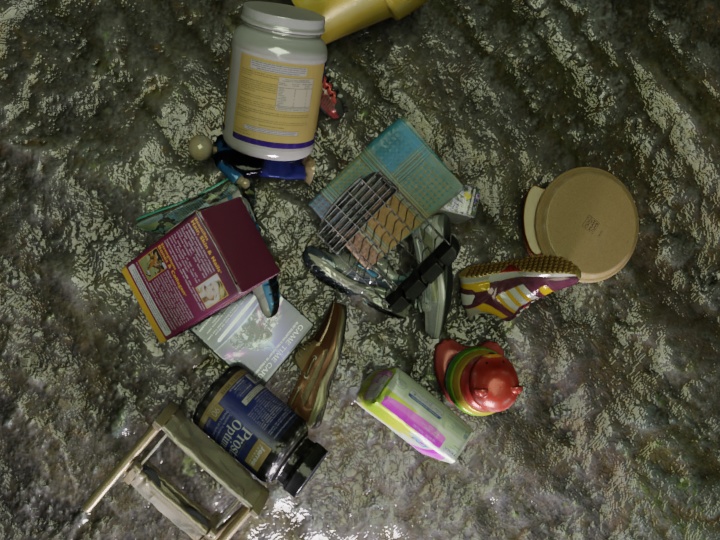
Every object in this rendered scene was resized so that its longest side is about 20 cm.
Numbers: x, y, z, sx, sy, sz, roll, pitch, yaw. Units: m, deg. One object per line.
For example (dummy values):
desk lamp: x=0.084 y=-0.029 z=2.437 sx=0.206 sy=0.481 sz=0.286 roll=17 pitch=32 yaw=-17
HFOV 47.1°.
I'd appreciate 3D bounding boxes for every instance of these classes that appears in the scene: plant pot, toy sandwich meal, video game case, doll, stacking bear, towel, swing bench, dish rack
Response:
plant pot: x=-0.018 y=-0.460 z=1.290 sx=0.187 sy=0.201 sz=0.203 roll=-32 pitch=91 yaw=9
toy sandwich meal: x=0.363 y=-0.073 z=1.370 sx=0.200 sy=0.070 sz=0.211 roll=0 pitch=89 yaw=-9
video game case: x=-0.192 y=0.075 z=1.329 sx=0.199 sy=0.019 sz=0.143 roll=42 pitch=85 yaw=-4
doll: x=-0.174 y=-0.182 z=1.301 sx=0.195 sy=0.049 sz=0.139 roll=4 pitch=48 yaw=-20
stacking bear: x=0.188 y=0.168 z=1.272 sx=0.118 sy=0.200 sz=0.117 roll=3 pitch=87 yaw=-6
towel: x=0.038 y=-0.116 z=1.251 sx=0.199 sy=0.022 sz=0.147 roll=-40 pitch=104 yaw=14
swing bench: x=-0.261 y=0.323 z=1.226 sx=0.199 sy=0.130 sz=0.200 roll=43 pitch=105 yaw=-3
dish rack: x=0.040 y=-0.045 z=1.239 sx=0.200 sy=0.055 sz=0.153 roll=43 pitch=104 yaw=-13

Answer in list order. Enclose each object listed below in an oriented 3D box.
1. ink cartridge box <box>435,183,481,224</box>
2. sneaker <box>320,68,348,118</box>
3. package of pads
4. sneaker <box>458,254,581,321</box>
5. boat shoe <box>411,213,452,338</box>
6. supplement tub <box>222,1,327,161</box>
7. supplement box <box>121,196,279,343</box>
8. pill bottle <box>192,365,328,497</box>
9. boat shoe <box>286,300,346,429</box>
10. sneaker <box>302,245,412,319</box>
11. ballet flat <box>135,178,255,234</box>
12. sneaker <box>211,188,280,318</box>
ink cartridge box: x=0.084 y=-0.126 z=1.319 sx=0.195 sy=0.109 sz=0.052 roll=15 pitch=86 yaw=-5
sneaker: x=-0.108 y=-0.310 z=1.328 sx=0.098 sy=0.071 sz=0.201 roll=-44 pitch=96 yaw=1
package of pads: x=0.073 y=0.217 z=1.258 sx=0.153 sy=0.200 sz=0.069 roll=37 pitch=78 yaw=-2
sneaker: x=0.259 y=0.033 z=1.333 sx=0.195 sy=0.075 sz=0.092 roll=-4 pitch=110 yaw=22
boat shoe: x=0.112 y=0.009 z=1.323 sx=0.063 sy=0.075 sz=0.207 roll=4 pitch=114 yaw=17
supplement tub: x=-0.126 y=-0.280 z=1.222 sx=0.142 sy=0.146 sz=0.204 roll=9 pitch=114 yaw=-5
supplement box: x=-0.238 y=0.000 z=1.218 sx=0.198 sy=0.103 sz=0.133 roll=-28 pitch=90 yaw=35
pill bottle: x=-0.150 y=0.248 z=1.263 sx=0.199 sy=0.112 sz=0.113 roll=37 pitch=85 yaw=8
boat shoe: x=-0.072 y=0.146 z=1.311 sx=0.072 sy=0.076 sz=0.205 roll=16 pitch=85 yaw=-1
sneaker: x=0.000 y=0.000 z=1.331 sx=0.197 sy=0.077 sz=0.088 roll=28 pitch=79 yaw=-14
ballet flat: x=-0.255 y=-0.090 z=1.305 sx=0.196 sy=0.074 sz=0.076 roll=-25 pitch=90 yaw=-5
sneaker: x=-0.186 y=-0.018 z=1.288 sx=0.085 sy=0.075 sz=0.204 roll=-19 pitch=97 yaw=4
